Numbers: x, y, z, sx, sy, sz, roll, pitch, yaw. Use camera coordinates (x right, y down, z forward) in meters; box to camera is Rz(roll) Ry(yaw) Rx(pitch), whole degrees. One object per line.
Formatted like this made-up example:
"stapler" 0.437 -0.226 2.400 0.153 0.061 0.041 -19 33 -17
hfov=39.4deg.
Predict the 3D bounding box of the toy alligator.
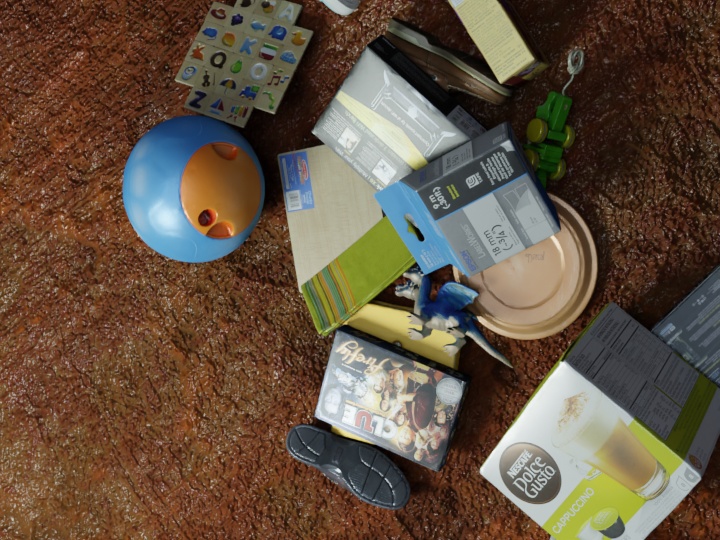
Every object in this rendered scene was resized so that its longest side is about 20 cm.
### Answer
"toy alligator" 0.240 -0.186 1.296 0.054 0.058 0.204 32 112 57

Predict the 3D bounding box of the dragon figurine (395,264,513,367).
"dragon figurine" 0.124 0.055 1.341 0.197 0.100 0.060 18 141 23

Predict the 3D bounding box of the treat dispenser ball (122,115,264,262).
"treat dispenser ball" -0.232 -0.113 1.406 0.197 0.200 0.206 3 98 20

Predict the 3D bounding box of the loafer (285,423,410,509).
"loafer" -0.015 0.283 1.460 0.197 0.063 0.073 26 75 12

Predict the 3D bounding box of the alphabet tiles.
"alphabet tiles" -0.163 -0.300 1.409 0.164 0.006 0.203 19 75 18

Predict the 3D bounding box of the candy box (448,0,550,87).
"candy box" 0.157 -0.331 1.273 0.056 0.116 0.202 -32 84 21

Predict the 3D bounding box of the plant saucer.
"plant saucer" 0.217 -0.008 1.338 0.196 0.032 0.205 3 98 20

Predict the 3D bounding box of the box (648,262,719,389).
"box" 0.476 0.073 1.240 0.160 0.043 0.200 45 110 10

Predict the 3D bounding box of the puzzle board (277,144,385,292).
"puzzle board" -0.035 -0.078 1.435 0.148 0.017 0.205 -8 93 23

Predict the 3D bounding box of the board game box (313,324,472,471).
"board game box" 0.043 0.176 1.397 0.197 0.035 0.138 20 106 17

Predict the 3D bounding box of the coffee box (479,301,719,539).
"coffee box" 0.297 0.199 1.220 0.197 0.199 0.201 39 124 12

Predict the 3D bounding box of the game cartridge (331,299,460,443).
"game cartridge" 0.051 0.151 1.426 0.173 0.032 0.204 11 103 19

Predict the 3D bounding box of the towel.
"towel" 0.000 0.000 1.399 0.199 0.018 0.087 -40 62 22

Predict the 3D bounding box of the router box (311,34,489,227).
"router box" 0.053 -0.181 1.327 0.200 0.052 0.158 42 129 2

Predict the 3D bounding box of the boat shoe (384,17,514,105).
"boat shoe" 0.111 -0.260 1.331 0.199 0.072 0.069 35 113 23

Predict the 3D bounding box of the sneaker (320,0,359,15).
"sneaker" -0.083 -0.419 1.391 0.201 0.074 0.082 49 140 4

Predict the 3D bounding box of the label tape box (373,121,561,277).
"label tape box" 0.133 -0.073 1.269 0.198 0.064 0.145 -27 116 18

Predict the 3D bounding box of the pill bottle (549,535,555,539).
"pill bottle" 0.328 0.422 1.308 0.197 0.108 0.111 21 104 17
